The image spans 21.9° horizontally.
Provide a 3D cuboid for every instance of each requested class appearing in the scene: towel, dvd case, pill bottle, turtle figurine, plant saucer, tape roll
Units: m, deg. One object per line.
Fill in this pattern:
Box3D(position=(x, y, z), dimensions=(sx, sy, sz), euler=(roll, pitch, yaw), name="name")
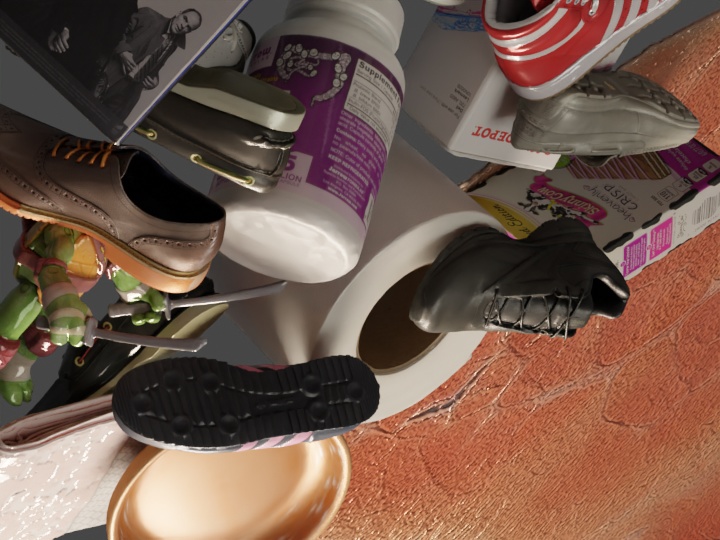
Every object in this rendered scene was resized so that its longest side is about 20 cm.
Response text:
Box3D(position=(-0.229, 0.159, 1.412), dimensions=(0.191, 0.032, 0.200), euler=(-14, 152, -40), name="towel")
Box3D(position=(-0.132, -0.195, 1.087), dimensions=(0.200, 0.150, 0.025), euler=(-45, -174, 14), name="dvd case")
Box3D(position=(-0.032, -0.102, 1.280), dimensions=(0.112, 0.112, 0.200), euler=(57, 42, -55), name="pill bottle")
Box3D(position=(-0.187, 0.041, 1.269), dimensions=(0.200, 0.144, 0.194), euler=(39, 115, -19), name="turtle figurine")
Box3D(position=(-0.104, 0.170, 1.448), dimensions=(0.200, 0.037, 0.200), euler=(-16, 135, -17), name="plant saucer")
Box3D(position=(0.000, 0.000, 1.455), dimensions=(0.203, 0.139, 0.203), euler=(-29, 142, -25), name="tape roll")

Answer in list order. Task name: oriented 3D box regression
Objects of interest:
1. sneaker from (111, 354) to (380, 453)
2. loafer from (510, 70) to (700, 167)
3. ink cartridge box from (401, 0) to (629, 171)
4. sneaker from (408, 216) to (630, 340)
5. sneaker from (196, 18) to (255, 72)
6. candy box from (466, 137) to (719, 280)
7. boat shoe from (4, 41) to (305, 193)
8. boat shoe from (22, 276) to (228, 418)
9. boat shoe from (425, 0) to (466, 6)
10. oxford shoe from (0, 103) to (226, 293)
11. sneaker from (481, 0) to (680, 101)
Box3D(position=(-0.089, 0.102, 1.318), dimensions=(0.200, 0.070, 0.082), euler=(2, 161, -27), name="sneaker")
Box3D(position=(0.191, -0.117, 1.462), dimensions=(0.200, 0.070, 0.070), euler=(4, 127, -43), name="loafer")
Box3D(position=(0.133, -0.188, 1.457), dimensions=(0.145, 0.084, 0.200), euler=(6, 120, -49), name="ink cartridge box")
Box3D(position=(0.125, 0.014, 1.403), dimensions=(0.200, 0.091, 0.076), euler=(-15, 137, -36), name="sneaker")
Box3D(position=(-0.097, -0.187, 1.234), dimensions=(0.200, 0.075, 0.115), euler=(-49, 152, 21), name="sneaker")
Box3D(position=(0.208, -0.059, 1.622), dimensions=(0.200, 0.136, 0.061), euler=(-32, 141, -21), name="candy box")
Box3D(position=(-0.136, -0.109, 1.158), dimensions=(0.072, 0.201, 0.061), euler=(-48, 158, -68), name="boat shoe")
Box3D(position=(-0.187, 0.064, 1.392), dimensions=(0.201, 0.063, 0.074), euler=(-43, 169, 18), name="boat shoe")
Box3D(position=(0.023, -0.245, 1.295), dimensions=(0.065, 0.074, 0.202), euler=(-50, 139, 13), name="boat shoe")
Box3D(position=(-0.174, -0.065, 1.177), dimensions=(0.073, 0.200, 0.071), euler=(-54, -169, 46), name="oxford shoe")
Box3D(position=(0.171, -0.218, 1.334), dimensions=(0.200, 0.071, 0.112), euler=(-44, 146, 0), name="sneaker")
